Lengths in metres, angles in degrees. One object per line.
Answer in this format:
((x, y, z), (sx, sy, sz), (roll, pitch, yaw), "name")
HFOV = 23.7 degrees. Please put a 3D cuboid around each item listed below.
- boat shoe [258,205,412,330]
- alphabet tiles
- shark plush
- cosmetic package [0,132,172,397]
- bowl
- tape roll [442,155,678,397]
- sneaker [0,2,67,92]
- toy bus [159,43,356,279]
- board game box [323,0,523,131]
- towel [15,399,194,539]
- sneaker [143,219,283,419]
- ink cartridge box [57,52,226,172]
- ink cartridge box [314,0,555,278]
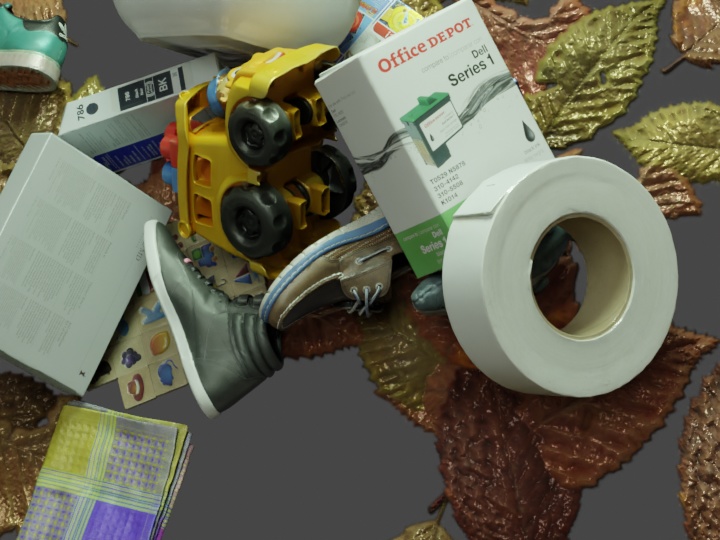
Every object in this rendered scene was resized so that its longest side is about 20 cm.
((0.000, 0.000, 1.554), (0.199, 0.072, 0.072), (-36, 72, -18), "boat shoe")
((-0.185, 0.036, 1.654), (0.198, 0.006, 0.168), (-22, 65, 7), "alphabet tiles")
((0.141, -0.006, 1.527), (0.198, 0.083, 0.092), (-20, 64, 8), "shark plush")
((-0.285, -0.005, 1.613), (0.051, 0.150, 0.201), (4, 65, 56), "cosmetic package")
((-0.124, -0.243, 1.633), (0.199, 0.199, 0.076), (6, 86, 41), "bowl")
((0.169, 0.005, 1.454), (0.071, 0.201, 0.204), (-2, 59, 64), "tape roll")
((-0.396, -0.239, 1.796), (0.198, 0.072, 0.081), (9, 67, 14), "sneaker")
((-0.111, -0.118, 1.587), (0.191, 0.202, 0.135), (20, 33, 30), "toy bus")
((0.039, -0.176, 1.653), (0.200, 0.034, 0.136), (39, 84, 27), "board game box")
((-0.246, 0.223, 1.588), (0.142, 0.023, 0.202), (13, 73, 20), "towel")
((-0.132, 0.029, 1.601), (0.098, 0.071, 0.201), (-25, 71, 4), "sneaker")
((-0.214, -0.146, 1.683), (0.198, 0.100, 0.040), (-18, 64, 8), "ink cartridge box")
((0.073, -0.119, 1.516), (0.146, 0.084, 0.201), (-32, 96, -32), "ink cartridge box")
